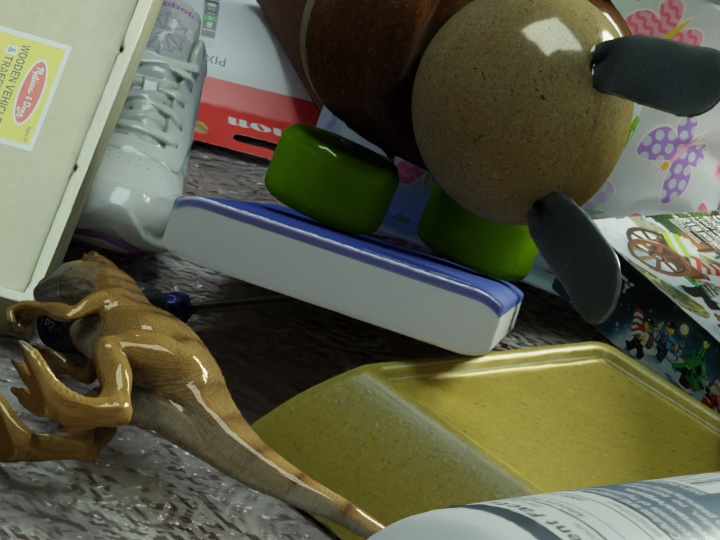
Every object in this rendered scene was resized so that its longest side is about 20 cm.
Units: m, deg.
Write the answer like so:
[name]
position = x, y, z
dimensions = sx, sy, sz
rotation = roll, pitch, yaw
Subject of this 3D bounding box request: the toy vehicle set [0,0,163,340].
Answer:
[toy vehicle set]
position = -0.163, -0.076, 0.929
dimensions = 0.123, 0.027, 0.201
rotation = 17, 57, 0

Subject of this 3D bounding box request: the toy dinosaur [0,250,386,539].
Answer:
[toy dinosaur]
position = -0.069, 0.042, 0.781
dimensions = 0.106, 0.061, 0.200
rotation = -16, 43, -34

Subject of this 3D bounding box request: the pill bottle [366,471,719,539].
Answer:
[pill bottle]
position = 0.051, 0.121, 0.599
dimensions = 0.199, 0.120, 0.119
rotation = -3, 26, -40

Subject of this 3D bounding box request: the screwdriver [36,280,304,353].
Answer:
[screwdriver]
position = -0.065, 0.016, 0.947
dimensions = 0.029, 0.028, 0.200
rotation = -7, -1, 31

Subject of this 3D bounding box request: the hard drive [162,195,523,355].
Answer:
[hard drive]
position = 0.000, 0.000, 0.941
dimensions = 0.131, 0.026, 0.200
rotation = 18, 3, 6

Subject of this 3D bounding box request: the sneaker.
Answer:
[sneaker]
position = -0.110, -0.073, 1.025
dimensions = 0.074, 0.100, 0.200
rotation = 18, 20, -12

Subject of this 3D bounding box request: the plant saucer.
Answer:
[plant saucer]
position = 0.088, 0.082, 0.839
dimensions = 0.199, 0.049, 0.200
rotation = -3, 27, -44

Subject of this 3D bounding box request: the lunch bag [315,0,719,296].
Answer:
[lunch bag]
position = 0.092, -0.081, 1.073
dimensions = 0.199, 0.171, 0.127
rotation = 18, 12, -10

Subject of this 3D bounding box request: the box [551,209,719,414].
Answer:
[box]
position = 0.197, 0.045, 0.984
dimensions = 0.136, 0.038, 0.200
rotation = -6, 40, -44

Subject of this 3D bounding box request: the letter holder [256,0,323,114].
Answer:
[letter holder]
position = 0.032, -0.154, 1.207
dimensions = 0.100, 0.143, 0.201
rotation = -2, 41, -26

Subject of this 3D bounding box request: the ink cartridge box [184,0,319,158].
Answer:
[ink cartridge box]
position = -0.039, -0.110, 1.262
dimensions = 0.160, 0.050, 0.200
rotation = 13, 18, -8

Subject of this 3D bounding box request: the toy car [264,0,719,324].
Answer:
[toy car]
position = 0.076, -0.063, 0.894
dimensions = 0.157, 0.165, 0.200
rotation = 16, 13, -31
